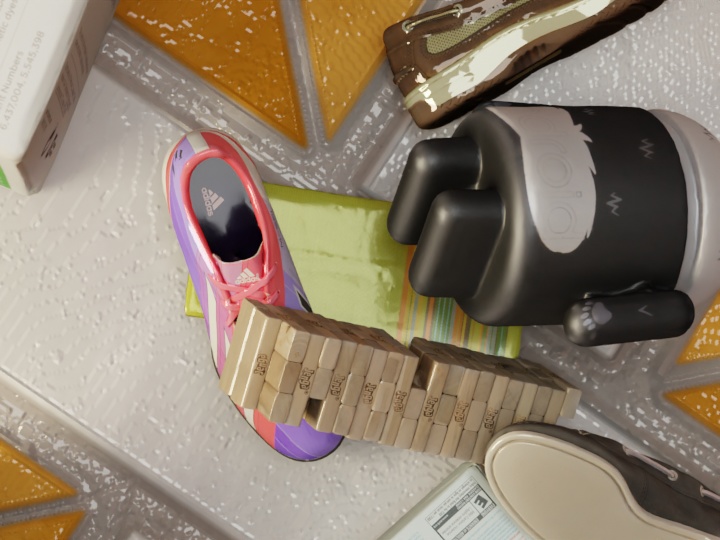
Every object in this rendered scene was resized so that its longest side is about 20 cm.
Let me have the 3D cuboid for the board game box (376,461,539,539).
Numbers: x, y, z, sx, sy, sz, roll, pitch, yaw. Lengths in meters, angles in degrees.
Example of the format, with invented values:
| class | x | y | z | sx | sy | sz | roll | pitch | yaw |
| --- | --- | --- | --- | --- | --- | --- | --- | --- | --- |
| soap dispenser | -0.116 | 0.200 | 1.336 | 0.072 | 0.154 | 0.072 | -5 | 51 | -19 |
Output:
| class | x | y | z | sx | sy | sz | roll | pitch | yaw |
| --- | --- | --- | --- | --- | --- | --- | --- | --- | --- |
| board game box | 0.074 | 0.232 | 1.411 | 0.147 | 0.064 | 0.200 | -40 | 90 | -6 |

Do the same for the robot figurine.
| class | x | y | z | sx | sy | sz | roll | pitch | yaw |
| --- | --- | --- | --- | --- | --- | --- | --- | --- | --- |
| robot figurine | 0.118 | -0.029 | 1.389 | 0.198 | 0.125 | 0.152 | -2 | 84 | -23 |

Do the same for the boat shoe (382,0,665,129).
| class | x | y | z | sx | sy | sz | roll | pitch | yaw |
| --- | --- | --- | --- | --- | --- | --- | --- | --- | --- |
| boat shoe | 0.105 | -0.161 | 1.433 | 0.201 | 0.075 | 0.075 | -29 | 84 | -6 |

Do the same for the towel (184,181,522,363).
| class | x | y | z | sx | sy | sz | roll | pitch | yaw |
| --- | --- | --- | --- | --- | --- | --- | --- | --- | --- |
| towel | 0.000 | 0.000 | 1.441 | 0.198 | 0.018 | 0.087 | 9 | 82 | -5 |

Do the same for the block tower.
| class | x | y | z | sx | sy | sz | roll | pitch | yaw |
| --- | --- | --- | --- | --- | --- | --- | --- | --- | --- |
| block tower | 0.024 | 0.067 | 1.378 | 0.199 | 0.054 | 0.058 | 12 | 102 | -28 |

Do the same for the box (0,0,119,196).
| class | x | y | z | sx | sy | sz | roll | pitch | yaw |
| --- | --- | --- | --- | --- | --- | --- | --- | --- | --- |
| box | -0.220 | -0.168 | 1.335 | 0.170 | 0.199 | 0.201 | 23 | 85 | -3 |

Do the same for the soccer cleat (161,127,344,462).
| class | x | y | z | sx | sy | sz | roll | pitch | yaw |
| --- | --- | --- | --- | --- | --- | --- | --- | --- | --- |
| soccer cleat | -0.060 | 0.017 | 1.385 | 0.068 | 0.073 | 0.202 | -20 | 96 | -3 |

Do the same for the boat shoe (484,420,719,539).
| class | x | y | z | sx | sy | sz | roll | pitch | yaw |
| --- | --- | --- | --- | --- | --- | --- | --- | --- | --- |
| boat shoe | 0.149 | 0.134 | 1.404 | 0.199 | 0.057 | 0.067 | 30 | 116 | -21 |
